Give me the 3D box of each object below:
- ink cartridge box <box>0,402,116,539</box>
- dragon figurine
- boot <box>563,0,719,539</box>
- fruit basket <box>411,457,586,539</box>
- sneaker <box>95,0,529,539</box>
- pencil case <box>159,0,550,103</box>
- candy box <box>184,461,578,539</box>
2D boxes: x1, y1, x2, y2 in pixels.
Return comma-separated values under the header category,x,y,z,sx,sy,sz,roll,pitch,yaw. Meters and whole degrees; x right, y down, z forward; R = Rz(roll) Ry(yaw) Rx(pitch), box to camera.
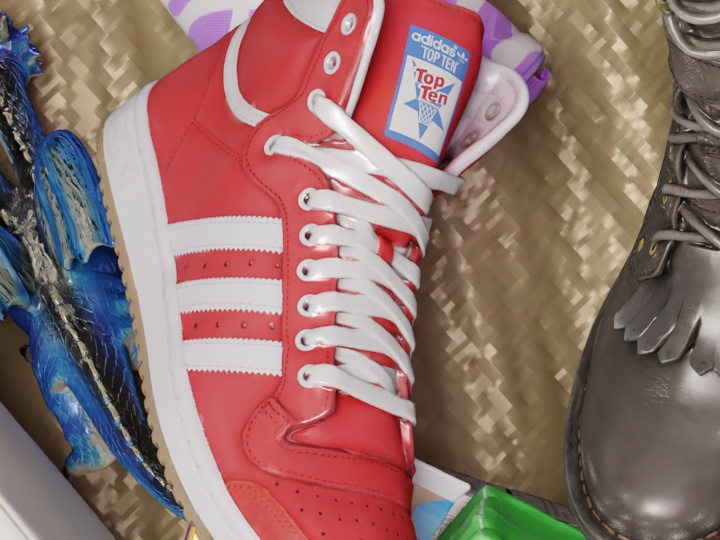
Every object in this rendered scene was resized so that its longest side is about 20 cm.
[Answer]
category,x,y,z,sx,sy,sz,roll,pitch,yaw
ink cartridge box,-0.156,0.084,0.771,0.145,0.083,0.200,-36,103,7
dragon figurine,-0.089,0.002,0.817,0.059,0.200,0.100,-31,128,2
boot,0.092,-0.040,0.740,0.069,0.174,0.201,13,65,18
fruit basket,0.038,0.173,0.781,0.184,0.094,0.201,27,94,0
sneaker,0.000,0.000,0.741,0.112,0.071,0.201,-39,49,22
pencil case,-0.026,-0.108,0.847,0.200,0.084,0.085,51,52,-3
candy box,0.034,0.134,0.856,0.199,0.061,0.137,16,91,0
